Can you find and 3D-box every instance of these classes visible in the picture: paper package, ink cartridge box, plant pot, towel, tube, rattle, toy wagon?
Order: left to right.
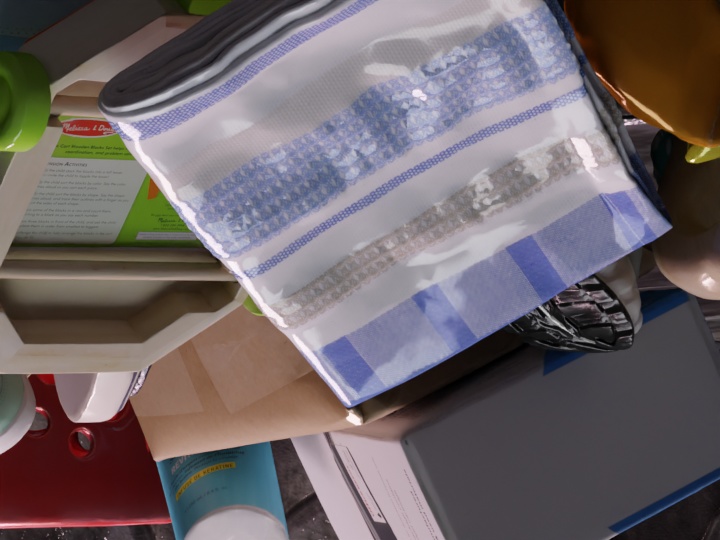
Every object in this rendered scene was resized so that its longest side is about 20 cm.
[{"bbox_3d":[-0.213,0.068,1.480,0.200,0.183,0.200,-3,172,0],"label":"plant pot"},{"bbox_3d":[-0.065,-0.047,0.835,0.155,0.040,0.200,1,128,-41],"label":"toy wagon"},{"bbox_3d":[-0.075,0.080,1.211,0.077,0.050,0.200,-25,-148,3],"label":"tube"},{"bbox_3d":[0.000,0.000,1.108,0.191,0.104,0.200,-25,-175,-32],"label":"paper package"},{"bbox_3d":[0.016,-0.036,0.830,0.147,0.024,0.200,-30,139,6],"label":"towel"},{"bbox_3d":[0.066,0.074,1.104,0.145,0.084,0.200,-26,-174,-15],"label":"ink cartridge box"},{"bbox_3d":[0.114,-0.070,0.968,0.143,0.130,0.200,11,-163,-13],"label":"rattle"}]

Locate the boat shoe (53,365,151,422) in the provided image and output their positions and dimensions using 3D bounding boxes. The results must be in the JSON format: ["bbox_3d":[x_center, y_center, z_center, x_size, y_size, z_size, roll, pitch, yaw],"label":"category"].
[{"bbox_3d":[-0.060,-0.020,0.945,0.093,0.075,0.200,-3,135,-25],"label":"boat shoe"}]

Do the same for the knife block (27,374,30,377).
[{"bbox_3d":[-0.163,-0.033,1.254,0.200,0.176,0.064,50,148,-18],"label":"knife block"}]

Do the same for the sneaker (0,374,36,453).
[{"bbox_3d":[-0.238,0.010,1.124,0.200,0.074,0.118,37,166,9],"label":"sneaker"}]

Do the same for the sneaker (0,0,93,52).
[{"bbox_3d":[-0.160,-0.041,0.851,0.200,0.131,0.080,-4,172,10],"label":"sneaker"}]

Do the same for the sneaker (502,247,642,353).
[{"bbox_3d":[0.059,-0.050,0.950,0.074,0.079,0.200,-1,144,28],"label":"sneaker"}]
